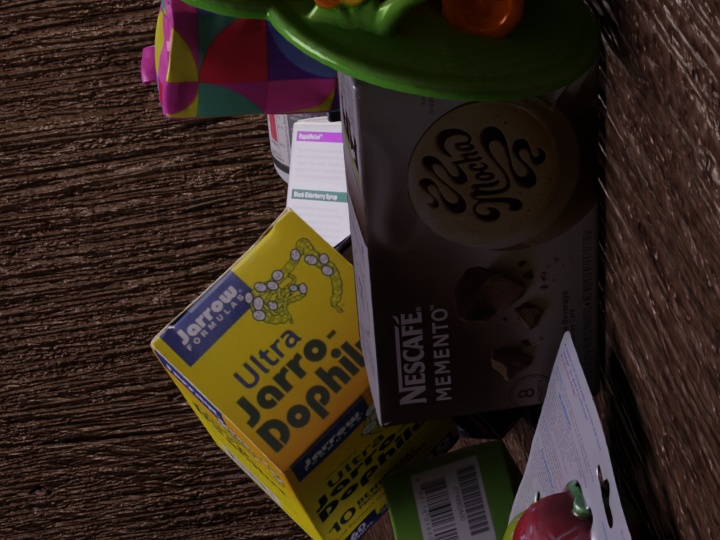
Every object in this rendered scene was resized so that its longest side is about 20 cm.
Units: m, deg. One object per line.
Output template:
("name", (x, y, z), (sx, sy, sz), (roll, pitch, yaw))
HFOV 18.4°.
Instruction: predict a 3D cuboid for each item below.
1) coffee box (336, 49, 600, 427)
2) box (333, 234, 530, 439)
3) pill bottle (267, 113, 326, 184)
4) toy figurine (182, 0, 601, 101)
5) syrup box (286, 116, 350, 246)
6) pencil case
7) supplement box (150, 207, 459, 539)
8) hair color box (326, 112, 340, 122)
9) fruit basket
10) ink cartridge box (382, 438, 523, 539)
("coffee box", (0.051, -0.031, 1.054), (0.080, 0.113, 0.201), (-104, 8, -52))
("box", (0.029, 0.041, 1.353), (0.143, 0.036, 0.200), (46, 171, -3))
("pill bottle", (-0.014, -0.126, 1.651), (0.116, 0.116, 0.201), (-107, 11, -62))
("toy figurine", (0.019, -0.191, 0.914), (0.150, 0.199, 0.185), (-70, -8, -58))
("syrup box", (0.000, 0.000, 1.504), (0.081, 0.079, 0.201), (7, 92, 49))
("pencil case", (-0.013, -0.119, 1.145), (0.088, 0.199, 0.089), (179, 90, -84))
("supplement box", (-0.026, 0.070, 1.259), (0.109, 0.109, 0.200), (42, 170, 20))
("hair color box", (0.022, -0.175, 1.228), (0.200, 0.099, 0.061), (88, 173, -51))
("fruit basket", (0.105, 0.162, 1.052), (0.186, 0.093, 0.200), (-103, 22, -43))
("ink cartridge box", (0.088, 0.211, 1.298), (0.200, 0.075, 0.148), (57, -163, -54))
